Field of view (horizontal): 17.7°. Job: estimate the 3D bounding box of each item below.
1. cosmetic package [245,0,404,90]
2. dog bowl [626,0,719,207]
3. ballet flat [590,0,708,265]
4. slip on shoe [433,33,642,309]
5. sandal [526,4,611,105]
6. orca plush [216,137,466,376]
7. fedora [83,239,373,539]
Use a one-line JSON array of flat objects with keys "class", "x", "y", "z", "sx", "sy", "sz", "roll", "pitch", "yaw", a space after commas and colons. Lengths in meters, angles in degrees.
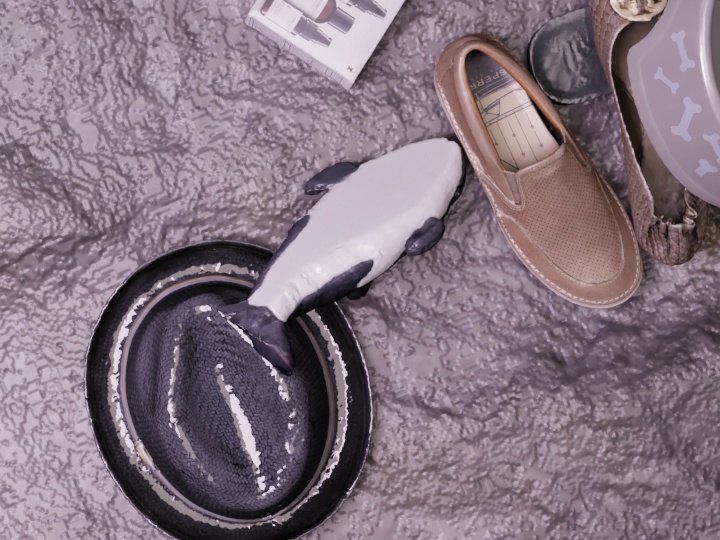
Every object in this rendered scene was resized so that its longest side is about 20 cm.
[{"class": "cosmetic package", "x": 0.014, "y": -0.222, "z": 1.470, "sx": 0.082, "sy": 0.051, "sz": 0.201, "roll": 32, "pitch": 86, "yaw": -5}, {"class": "dog bowl", "x": 0.260, "y": -0.138, "z": 1.444, "sx": 0.199, "sy": 0.059, "sz": 0.202, "roll": 1, "pitch": 89, "yaw": -33}, {"class": "ballet flat", "x": 0.186, "y": -0.102, "z": 1.453, "sx": 0.067, "sy": 0.046, "sz": 0.201, "roll": -7, "pitch": 97, "yaw": 2}, {"class": "slip on shoe", "x": 0.115, "y": -0.063, "z": 1.471, "sx": 0.076, "sy": 0.061, "sz": 0.201, "roll": -29, "pitch": 92, "yaw": -5}, {"class": "sandal", "x": 0.204, "y": -0.162, "z": 1.487, "sx": 0.200, "sy": 0.048, "sz": 0.076, "roll": -27, "pitch": 92, "yaw": -5}, {"class": "orca plush", "x": 0.000, "y": 0.000, "z": 1.445, "sx": 0.105, "sy": 0.071, "sz": 0.200, "roll": 12, "pitch": 47, "yaw": 25}, {"class": "fedora", "x": -0.080, "y": 0.080, "z": 1.435, "sx": 0.199, "sy": 0.092, "sz": 0.202, "roll": 0, "pitch": 89, "yaw": -6}]
